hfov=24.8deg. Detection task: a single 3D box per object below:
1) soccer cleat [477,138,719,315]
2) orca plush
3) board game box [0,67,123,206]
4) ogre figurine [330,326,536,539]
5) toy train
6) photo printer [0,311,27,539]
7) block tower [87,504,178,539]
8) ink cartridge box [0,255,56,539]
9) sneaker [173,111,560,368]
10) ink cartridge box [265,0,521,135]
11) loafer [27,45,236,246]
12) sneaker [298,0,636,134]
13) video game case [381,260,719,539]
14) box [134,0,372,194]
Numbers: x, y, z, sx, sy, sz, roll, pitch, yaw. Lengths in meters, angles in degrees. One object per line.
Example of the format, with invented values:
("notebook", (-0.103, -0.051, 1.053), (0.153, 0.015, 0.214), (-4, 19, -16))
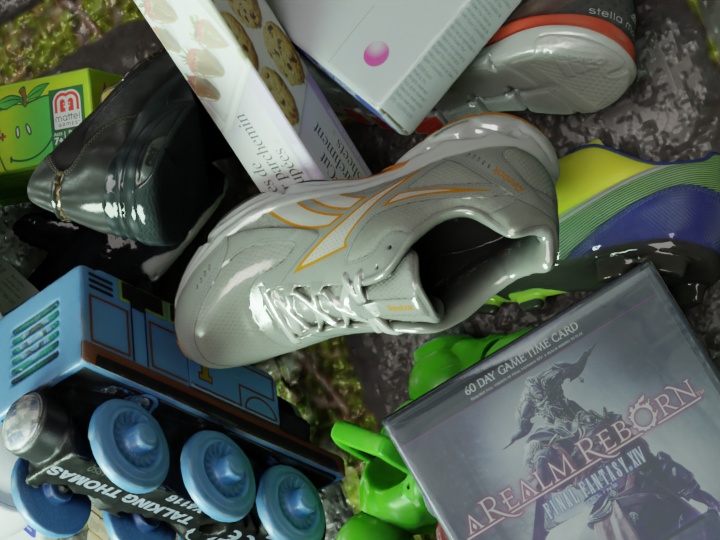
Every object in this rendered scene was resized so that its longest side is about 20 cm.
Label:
("soccer cleat", (0.090, -0.026, 0.817), (0.199, 0.065, 0.084), (2, 63, 29))
("orca plush", (-0.158, -0.014, 0.899), (0.071, 0.105, 0.200), (36, 144, -21))
("board game box", (-0.204, -0.067, 0.920), (0.199, 0.102, 0.048), (-8, 84, 25))
("ogre figurine", (0.053, 0.103, 0.797), (0.120, 0.098, 0.201), (16, 96, 43))
("toy train", (-0.092, 0.082, 0.811), (0.087, 0.200, 0.115), (-30, 50, 31))
("photo printer", (-0.236, 0.052, 0.852), (0.166, 0.069, 0.201), (-15, 107, 53))
("block tower", (-0.115, 0.119, 0.899), (0.058, 0.054, 0.201), (16, 100, 59))
("ink cartridge box", (-0.197, 0.084, 0.925), (0.099, 0.039, 0.200), (39, 140, 19))
("sneaker", (0.000, 0.000, 0.746), (0.199, 0.092, 0.076), (-27, 121, 14))
("ink cartridge box", (0.016, -0.198, 0.801), (0.196, 0.043, 0.200), (41, 93, 31))
("loafer", (-0.098, -0.084, 0.822), (0.072, 0.200, 0.073), (7, 120, 15))
("sneaker", (0.050, -0.123, 0.831), (0.199, 0.077, 0.082), (3, 64, 26))
("video game case", (0.120, 0.117, 0.730), (0.143, 0.019, 0.200), (-30, 86, -3))
("box", (-0.052, -0.092, 0.770), (0.039, 0.042, 0.200), (-12, 124, 33))
